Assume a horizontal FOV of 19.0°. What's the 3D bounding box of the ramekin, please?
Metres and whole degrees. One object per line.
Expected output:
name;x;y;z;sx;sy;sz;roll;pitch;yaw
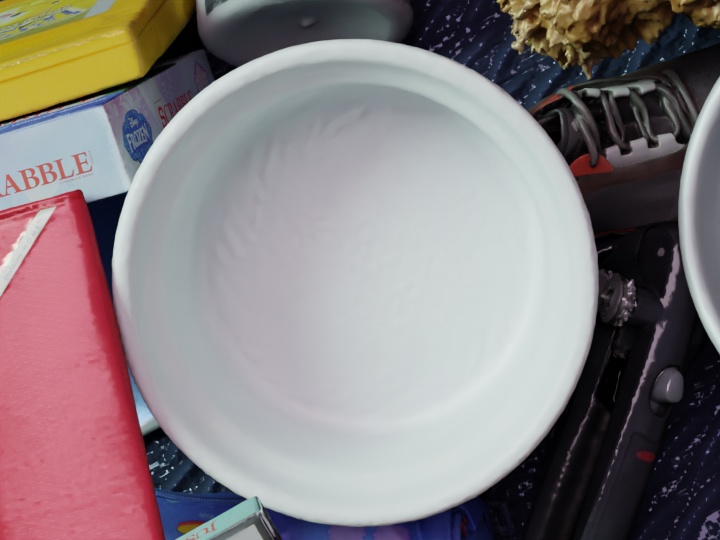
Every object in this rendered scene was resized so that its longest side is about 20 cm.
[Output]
ramekin;0.000;0.000;0.920;0.199;0.098;0.201;1;98;4

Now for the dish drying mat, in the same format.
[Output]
dish drying mat;-0.126;0.073;0.876;0.076;0.018;0.201;-13;85;6

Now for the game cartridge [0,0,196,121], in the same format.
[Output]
game cartridge;-0.170;-0.102;1.020;0.176;0.200;0.033;-16;105;9

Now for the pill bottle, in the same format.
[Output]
pill bottle;-0.033;-0.206;1.055;0.106;0.106;0.201;-9;71;11

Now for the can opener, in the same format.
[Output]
can opener;0.113;0.073;0.949;0.063;0.078;0.201;13;84;60

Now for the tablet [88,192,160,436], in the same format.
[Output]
tablet;-0.139;0.030;1.061;0.199;0.014;0.131;-27;69;4

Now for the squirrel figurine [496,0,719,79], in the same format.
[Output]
squirrel figurine;0.133;-0.175;0.964;0.186;0.142;0.200;20;39;26

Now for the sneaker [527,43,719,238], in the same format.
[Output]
sneaker;0.117;-0.055;0.984;0.199;0.082;0.077;-27;69;5

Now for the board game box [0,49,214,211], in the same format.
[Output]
board game box;-0.178;-0.047;0.995;0.199;0.200;0.041;-15;100;10

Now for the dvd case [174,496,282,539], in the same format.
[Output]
dvd case;-0.055;0.208;0.865;0.146;0.022;0.200;-30;107;1

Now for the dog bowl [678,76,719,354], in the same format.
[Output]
dog bowl;0.236;-0.023;0.882;0.199;0.079;0.201;-2;86;29

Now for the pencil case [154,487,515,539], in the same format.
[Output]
pencil case;-0.034;0.134;0.967;0.199;0.078;0.087;-2;98;13
